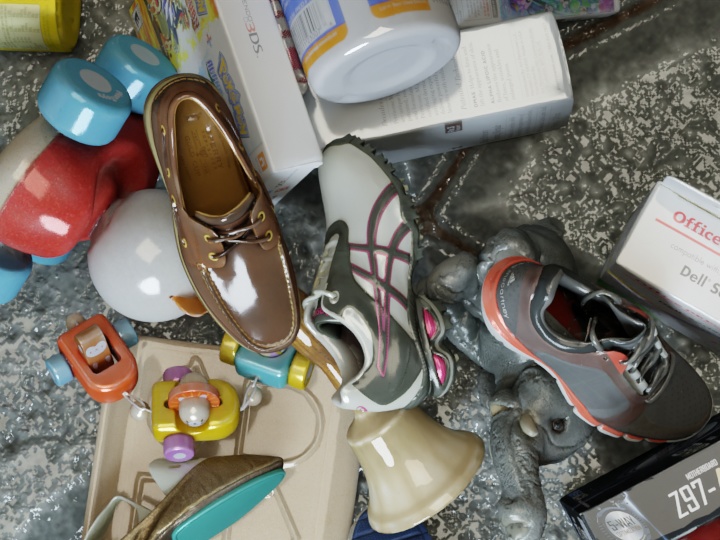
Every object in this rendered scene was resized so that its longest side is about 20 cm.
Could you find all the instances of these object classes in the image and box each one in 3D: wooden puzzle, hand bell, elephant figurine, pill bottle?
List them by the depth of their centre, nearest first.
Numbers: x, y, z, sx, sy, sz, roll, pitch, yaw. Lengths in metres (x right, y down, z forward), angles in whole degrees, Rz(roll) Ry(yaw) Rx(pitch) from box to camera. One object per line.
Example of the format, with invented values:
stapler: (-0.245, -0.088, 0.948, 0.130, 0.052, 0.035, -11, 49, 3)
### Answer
pill bottle: (-0.012, -0.229, 1.080, 0.112, 0.112, 0.201, -19, 76, 2)
hand bell: (-0.007, 0.079, 1.106, 0.104, 0.104, 0.200, -37, 106, -1)
elephant figurine: (0.128, 0.075, 1.116, 0.155, 0.142, 0.201, -31, 82, 3)
wooden puzzle: (-0.101, 0.152, 1.172, 0.199, 0.046, 0.186, 8, 85, 0)

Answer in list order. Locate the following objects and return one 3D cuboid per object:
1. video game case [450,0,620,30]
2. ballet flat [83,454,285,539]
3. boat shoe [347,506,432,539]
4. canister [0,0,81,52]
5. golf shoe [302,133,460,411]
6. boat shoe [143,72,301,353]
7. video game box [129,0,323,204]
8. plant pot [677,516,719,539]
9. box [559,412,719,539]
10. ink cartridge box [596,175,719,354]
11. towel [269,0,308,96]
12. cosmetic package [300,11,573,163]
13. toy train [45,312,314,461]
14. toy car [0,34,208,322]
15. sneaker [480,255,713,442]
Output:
video game case: (0.103, -0.284, 1.160, 0.181, 0.024, 0.201, -10, 90, -28)
ballet flat: (-0.148, 0.184, 1.121, 0.200, 0.068, 0.072, -42, 67, 0)
boat shoe: (0.035, 0.269, 1.129, 0.072, 0.072, 0.201, -14, 57, 0)
canister: (-0.323, -0.244, 1.209, 0.199, 0.087, 0.149, 2, 84, 3)
golf shoe: (0.000, 0.000, 1.065, 0.088, 0.077, 0.201, -11, 74, -27)
boat shoe: (-0.092, -0.033, 1.027, 0.072, 0.068, 0.201, -21, 102, -6)
video game box: (-0.104, -0.140, 1.134, 0.047, 0.182, 0.201, -16, 81, -26)
plant pot: (0.232, 0.284, 1.060, 0.200, 0.200, 0.183, -36, 74, 0)
box: (0.223, 0.146, 1.069, 0.160, 0.200, 0.044, -28, 83, 1)
ink cartridge box: (0.237, 0.001, 1.084, 0.117, 0.200, 0.068, 30, 87, 7)
towel: (-0.092, -0.199, 1.162, 0.030, 0.146, 0.201, -16, 83, -22)
cosmetic package: (0.055, -0.130, 1.162, 0.199, 0.102, 0.074, -13, 81, 4)
toy train: (-0.124, 0.051, 1.133, 0.199, 0.056, 0.150, -26, 63, -18)
toy car: (-0.163, -0.032, 1.119, 0.200, 0.177, 0.185, 37, 113, 0)
sneaker: (0.172, 0.059, 1.029, 0.200, 0.082, 0.077, 31, 72, -23)
